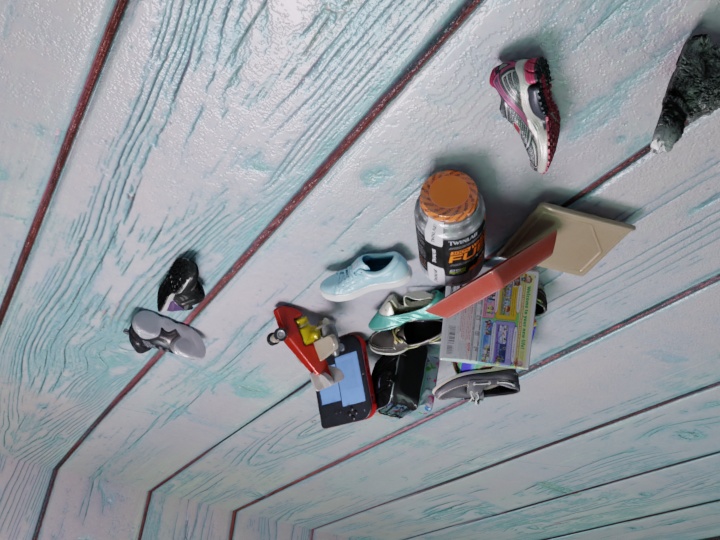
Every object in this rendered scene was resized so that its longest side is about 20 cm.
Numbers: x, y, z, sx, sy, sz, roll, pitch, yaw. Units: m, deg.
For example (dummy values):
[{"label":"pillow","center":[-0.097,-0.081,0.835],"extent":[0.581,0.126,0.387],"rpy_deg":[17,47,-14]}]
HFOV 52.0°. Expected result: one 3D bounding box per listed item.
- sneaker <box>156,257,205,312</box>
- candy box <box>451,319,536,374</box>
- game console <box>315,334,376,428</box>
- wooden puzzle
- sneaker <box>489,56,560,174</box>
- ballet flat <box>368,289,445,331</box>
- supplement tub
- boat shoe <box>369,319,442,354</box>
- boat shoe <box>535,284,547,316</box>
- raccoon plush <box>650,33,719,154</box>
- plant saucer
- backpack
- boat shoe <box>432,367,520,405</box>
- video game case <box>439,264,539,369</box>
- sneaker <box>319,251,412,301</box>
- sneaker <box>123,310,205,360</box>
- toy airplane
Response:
[{"label":"sneaker","center":[-0.370,0.031,1.591],"extent":[0.087,0.077,0.200],"rpy_deg":[7,154,-30]},{"label":"candy box","center":[0.286,0.156,1.611],"extent":[0.167,0.078,0.201],"rpy_deg":[-17,147,-6]},{"label":"game console","center":[-0.046,0.268,1.781],"extent":[0.176,0.203,0.031],"rpy_deg":[-20,163,34]},{"label":"wooden puzzle","center":[0.372,-0.059,1.355],"extent":[0.183,0.038,0.200],"rpy_deg":[13,151,-11]},{"label":"sneaker","center":[0.246,-0.226,1.079],"extent":[0.074,0.081,0.201],"rpy_deg":[5,143,29]},{"label":"ballet flat","center":[0.096,0.078,1.592],"extent":[0.198,0.068,0.071],"rpy_deg":[-13,119,27]},{"label":"supplement tub","center":[0.156,-0.072,1.281],"extent":[0.121,0.124,0.201],"rpy_deg":[0,147,9]},{"label":"boat shoe","center":[0.107,0.140,1.649],"extent":[0.199,0.073,0.061],"rpy_deg":[-14,160,16]},{"label":"boat shoe","center":[0.281,0.059,1.505],"extent":[0.198,0.061,0.072],"rpy_deg":[1,124,3]},{"label":"raccoon plush","center":[0.465,-0.212,0.960],"extent":[0.133,0.202,0.097],"rpy_deg":[20,168,14]},{"label":"plant saucer","center":[0.238,0.014,1.308],"extent":[0.199,0.037,0.200],"rpy_deg":[-28,175,-38]},{"label":"backpack","center":[0.096,0.273,1.779],"extent":[0.149,0.179,0.200],"rpy_deg":[23,148,-17]},{"label":"boat shoe","center":[0.258,0.259,1.619],"extent":[0.197,0.063,0.073],"rpy_deg":[-11,149,-11]},{"label":"video game case","center":[0.256,0.090,1.474],"extent":[0.180,0.203,0.022],"rpy_deg":[5,-171,7]},{"label":"sneaker","center":[0.000,0.000,1.476],"extent":[0.198,0.074,0.082],"rpy_deg":[-16,134,17]},{"label":"sneaker","center":[-0.482,0.171,1.809],"extent":[0.199,0.076,0.113],"rpy_deg":[32,140,-26]},{"label":"toy airplane","center":[-0.101,0.174,1.687],"extent":[0.199,0.141,0.200],"rpy_deg":[25,146,35]}]
